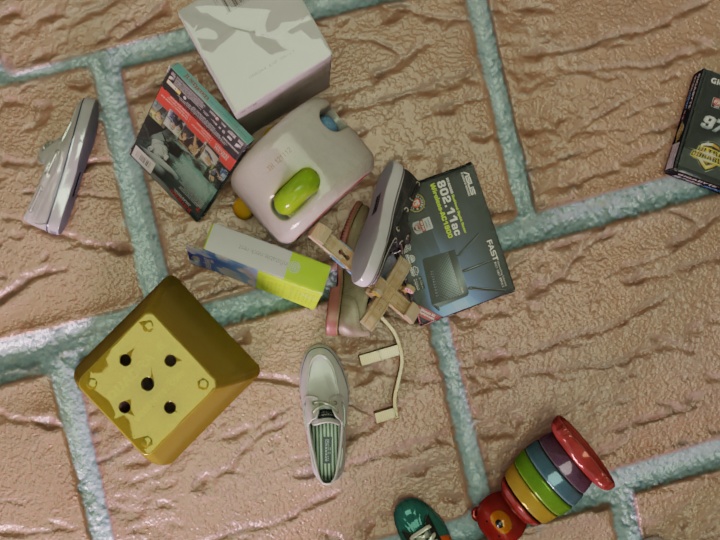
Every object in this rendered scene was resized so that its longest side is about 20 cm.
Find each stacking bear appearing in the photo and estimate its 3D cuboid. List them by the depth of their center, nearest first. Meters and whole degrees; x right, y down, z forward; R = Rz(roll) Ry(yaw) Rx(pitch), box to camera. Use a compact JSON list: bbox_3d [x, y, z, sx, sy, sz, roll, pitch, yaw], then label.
[{"bbox_3d":[0.252,0.319,1.292,0.200,0.114,0.122,-43,82,9],"label":"stacking bear"}]

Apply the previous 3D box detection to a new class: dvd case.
[{"bbox_3d":[-0.240,-0.172,1.238,0.146,0.200,0.022,44,47,0],"label":"dvd case"}]

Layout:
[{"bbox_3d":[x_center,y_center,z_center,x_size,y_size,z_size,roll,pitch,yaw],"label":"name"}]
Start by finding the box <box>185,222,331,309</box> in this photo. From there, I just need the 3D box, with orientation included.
[{"bbox_3d":[-0.145,-0.007,1.263,0.197,0.122,0.048,21,76,-3],"label":"box"}]

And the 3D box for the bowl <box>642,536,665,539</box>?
[{"bbox_3d":[0.441,0.528,1.319,0.200,0.075,0.200,-42,91,-1],"label":"bowl"}]

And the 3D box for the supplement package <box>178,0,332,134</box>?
[{"bbox_3d":[-0.139,-0.301,1.225,0.150,0.200,0.152,-31,92,-3],"label":"supplement package"}]

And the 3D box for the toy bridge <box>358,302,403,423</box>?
[{"bbox_3d":[0.030,0.125,1.320,0.066,0.027,0.204,-15,90,-4],"label":"toy bridge"}]

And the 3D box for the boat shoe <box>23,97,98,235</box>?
[{"bbox_3d":[-0.430,-0.156,1.274,0.064,0.074,0.204,18,88,-7],"label":"boat shoe"}]

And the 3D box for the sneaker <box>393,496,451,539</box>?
[{"bbox_3d":[0.115,0.425,1.296,0.071,0.080,0.202,-31,91,-3],"label":"sneaker"}]

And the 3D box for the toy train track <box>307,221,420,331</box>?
[{"bbox_3d":[0.012,0.004,1.224,0.199,0.032,0.116,40,70,-19],"label":"toy train track"}]

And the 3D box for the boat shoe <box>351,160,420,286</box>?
[{"bbox_3d":[0.041,-0.057,1.211,0.065,0.070,0.203,27,52,-17],"label":"boat shoe"}]

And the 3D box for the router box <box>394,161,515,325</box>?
[{"bbox_3d":[0.124,-0.038,1.307,0.147,0.062,0.204,-20,90,-3],"label":"router box"}]

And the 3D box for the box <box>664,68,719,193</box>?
[{"bbox_3d":[0.576,-0.193,1.340,0.196,0.046,0.162,19,89,-2],"label":"box"}]

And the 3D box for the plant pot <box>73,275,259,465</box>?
[{"bbox_3d":[-0.277,0.147,1.230,0.200,0.176,0.200,-44,93,-2],"label":"plant pot"}]

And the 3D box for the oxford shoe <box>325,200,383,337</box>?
[{"bbox_3d":[0.000,0.000,1.286,0.073,0.071,0.204,9,77,5],"label":"oxford shoe"}]

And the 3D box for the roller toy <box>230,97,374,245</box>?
[{"bbox_3d":[-0.085,-0.141,1.239,0.182,0.200,0.140,-43,92,-25],"label":"roller toy"}]

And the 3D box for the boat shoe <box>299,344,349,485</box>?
[{"bbox_3d":[-0.047,0.210,1.296,0.072,0.067,0.204,-9,90,-3],"label":"boat shoe"}]
